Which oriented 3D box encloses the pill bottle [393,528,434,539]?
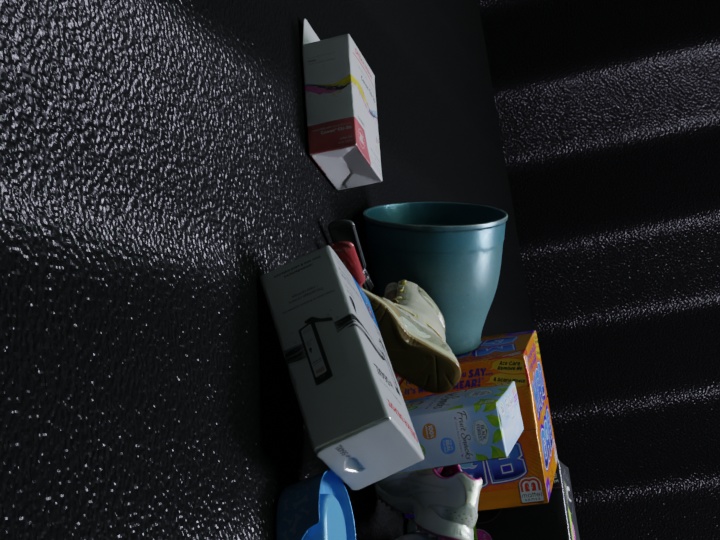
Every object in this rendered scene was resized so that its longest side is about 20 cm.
[{"bbox_3d":[0.089,0.372,1.388,0.200,0.113,0.115,24,57,-72],"label":"pill bottle"}]

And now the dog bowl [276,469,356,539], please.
[{"bbox_3d":[-0.042,0.291,1.074,0.112,0.049,0.201,55,28,-59],"label":"dog bowl"}]

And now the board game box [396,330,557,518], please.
[{"bbox_3d":[0.158,0.210,1.589,0.200,0.198,0.202,-25,106,-75],"label":"board game box"}]

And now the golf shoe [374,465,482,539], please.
[{"bbox_3d":[0.084,0.259,1.346,0.075,0.200,0.092,21,88,-28],"label":"golf shoe"}]

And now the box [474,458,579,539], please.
[{"bbox_3d":[0.225,0.378,1.731,0.124,0.198,0.150,42,40,-67],"label":"box"}]

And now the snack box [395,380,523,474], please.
[{"bbox_3d":[0.079,0.185,1.312,0.169,0.198,0.068,-10,90,-76],"label":"snack box"}]

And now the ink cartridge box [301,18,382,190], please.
[{"bbox_3d":[-0.024,-0.221,1.466,0.117,0.067,0.202,48,35,-64],"label":"ink cartridge box"}]

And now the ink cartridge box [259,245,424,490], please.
[{"bbox_3d":[-0.017,0.100,1.146,0.146,0.084,0.201,55,12,-60],"label":"ink cartridge box"}]

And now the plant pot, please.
[{"bbox_3d":[0.101,0.013,1.573,0.200,0.198,0.190,-46,138,-72],"label":"plant pot"}]

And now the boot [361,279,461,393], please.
[{"bbox_3d":[0.033,0.054,1.401,0.199,0.072,0.155,34,20,-18],"label":"boot"}]

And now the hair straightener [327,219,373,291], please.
[{"bbox_3d":[0.000,0.000,1.454,0.200,0.041,0.077,63,22,-48],"label":"hair straightener"}]

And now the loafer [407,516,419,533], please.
[{"bbox_3d":[0.106,0.428,1.512,0.072,0.062,0.202,22,59,-73],"label":"loafer"}]
